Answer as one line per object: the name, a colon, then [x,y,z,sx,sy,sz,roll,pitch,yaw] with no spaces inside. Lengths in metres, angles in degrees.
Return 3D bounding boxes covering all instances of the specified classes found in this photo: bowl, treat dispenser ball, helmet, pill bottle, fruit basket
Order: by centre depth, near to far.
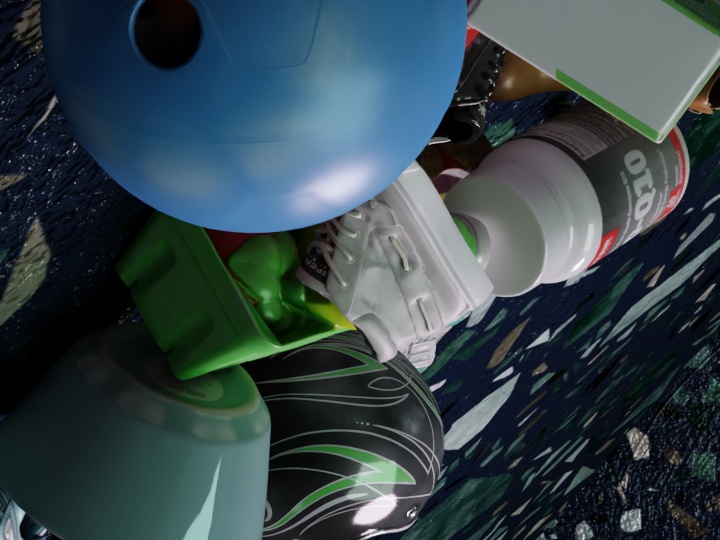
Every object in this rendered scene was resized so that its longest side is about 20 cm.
treat dispenser ball: [-0.050,-0.117,0.922,0.201,0.201,0.201,-40,164,-14]
fruit basket: [-0.029,-0.015,1.312,0.215,0.156,0.216,-29,171,-5]
bowl: [-0.141,0.108,1.328,0.201,0.201,0.105,-13,131,-61]
pill bottle: [0.156,-0.058,1.496,0.200,0.114,0.114,-30,159,-45]
helmet: [-0.031,0.134,1.602,0.190,0.200,0.200,-25,166,8]

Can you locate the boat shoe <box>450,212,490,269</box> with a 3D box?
boat shoe: [0.000,0.000,1.447,0.200,0.072,0.068,-10,168,35]

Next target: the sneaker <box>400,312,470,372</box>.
sneaker: [0.040,0.021,1.696,0.077,0.091,0.200,-9,155,-29]

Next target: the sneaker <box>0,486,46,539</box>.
sneaker: [-0.268,0.216,1.470,0.086,0.078,0.200,-42,164,-19]

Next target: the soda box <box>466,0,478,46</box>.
soda box: [0.005,-0.158,1.205,0.070,0.063,0.200,-51,163,25]

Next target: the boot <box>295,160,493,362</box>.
boot: [0.000,-0.025,1.171,0.096,0.074,0.200,-37,126,-2]

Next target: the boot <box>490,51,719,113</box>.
boot: [0.193,-0.150,1.491,0.200,0.155,0.077,-24,136,-52]

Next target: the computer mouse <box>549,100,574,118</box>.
computer mouse: [0.127,-0.070,1.761,0.200,0.044,0.110,-38,164,-19]

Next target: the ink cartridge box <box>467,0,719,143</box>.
ink cartridge box: [0.157,-0.182,1.240,0.084,0.145,0.200,-57,-176,26]

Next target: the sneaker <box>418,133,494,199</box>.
sneaker: [0.038,-0.069,1.517,0.090,0.075,0.200,-42,161,28]

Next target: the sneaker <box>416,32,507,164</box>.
sneaker: [0.070,-0.142,1.342,0.200,0.098,0.071,-41,162,-15]
